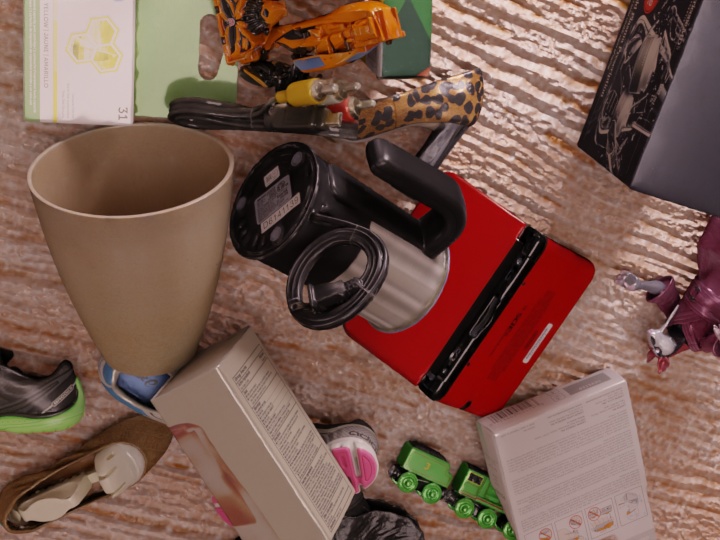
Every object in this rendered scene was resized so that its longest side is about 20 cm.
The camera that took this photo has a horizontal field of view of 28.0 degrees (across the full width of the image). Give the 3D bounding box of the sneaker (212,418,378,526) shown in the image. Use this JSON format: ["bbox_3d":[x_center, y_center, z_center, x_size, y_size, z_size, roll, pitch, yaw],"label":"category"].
[{"bbox_3d":[-0.060,0.208,1.487,0.199,0.088,0.074,-26,104,24],"label":"sneaker"}]

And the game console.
[{"bbox_3d":[0.113,0.028,1.484,0.172,0.119,0.201,23,105,-47],"label":"game console"}]

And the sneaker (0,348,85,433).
[{"bbox_3d":[-0.372,0.119,1.419,0.198,0.077,0.084,-1,90,-11],"label":"sneaker"}]

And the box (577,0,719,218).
[{"bbox_3d":[0.307,-0.177,1.363,0.103,0.182,0.201,16,104,-13],"label":"box"}]

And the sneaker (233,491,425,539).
[{"bbox_3d":[-0.039,0.292,1.520,0.199,0.060,0.105,-31,105,-2],"label":"sneaker"}]

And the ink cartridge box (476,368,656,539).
[{"bbox_3d":[0.222,0.224,1.535,0.160,0.050,0.201,-20,112,-13],"label":"ink cartridge box"}]

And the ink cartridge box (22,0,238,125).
[{"bbox_3d":[-0.212,-0.209,1.346,0.198,0.048,0.147,2,106,-7],"label":"ink cartridge box"}]

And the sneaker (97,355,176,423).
[{"bbox_3d":[-0.171,0.132,1.445,0.199,0.073,0.072,24,101,-16],"label":"sneaker"}]

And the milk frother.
[{"bbox_3d":[0.000,0.000,1.323,0.180,0.201,0.188,-21,142,40],"label":"milk frother"}]

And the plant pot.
[{"bbox_3d":[-0.206,-0.009,1.355,0.186,0.188,0.201,-5,122,-7],"label":"plant pot"}]

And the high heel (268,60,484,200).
[{"bbox_3d":[0.017,-0.180,1.387,0.200,0.071,0.143,36,88,-15],"label":"high heel"}]

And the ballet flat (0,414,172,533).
[{"bbox_3d":[-0.278,0.212,1.453,0.199,0.072,0.068,-24,110,-1],"label":"ballet flat"}]

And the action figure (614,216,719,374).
[{"bbox_3d":[0.363,0.022,1.497,0.149,0.134,0.200,4,129,-54],"label":"action figure"}]

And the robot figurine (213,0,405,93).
[{"bbox_3d":[-0.058,-0.237,1.288,0.199,0.058,0.146,-8,97,38],"label":"robot figurine"}]

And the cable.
[{"bbox_3d":[-0.079,-0.150,1.326,0.199,0.097,0.051,6,83,32],"label":"cable"}]

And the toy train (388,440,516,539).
[{"bbox_3d":[0.122,0.239,1.541,0.199,0.042,0.057,26,91,-15],"label":"toy train"}]

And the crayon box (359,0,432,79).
[{"bbox_3d":[0.031,-0.285,1.316,0.050,0.127,0.201,-2,108,-8],"label":"crayon box"}]

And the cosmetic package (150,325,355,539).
[{"bbox_3d":[-0.100,0.169,1.376,0.087,0.103,0.201,-26,101,23],"label":"cosmetic package"}]
